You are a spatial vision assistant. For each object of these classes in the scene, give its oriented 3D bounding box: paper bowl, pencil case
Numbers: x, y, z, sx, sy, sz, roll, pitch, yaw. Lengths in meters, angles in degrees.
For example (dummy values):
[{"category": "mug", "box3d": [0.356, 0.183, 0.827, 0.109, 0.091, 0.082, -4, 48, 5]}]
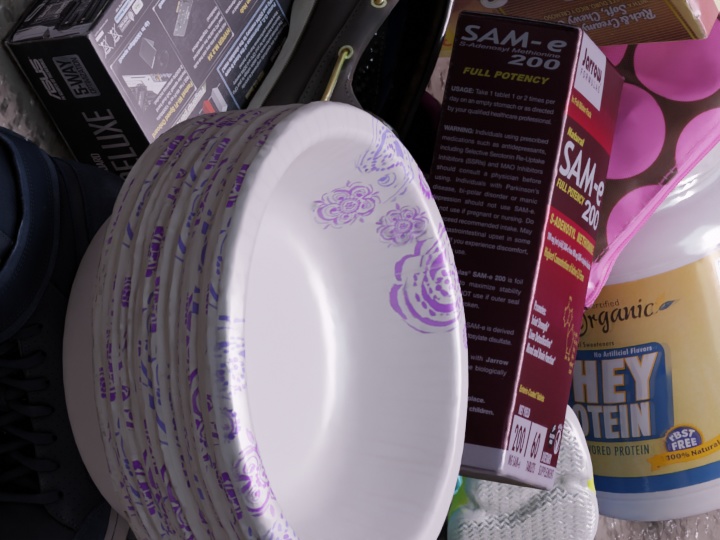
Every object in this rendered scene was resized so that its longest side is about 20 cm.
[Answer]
[{"category": "paper bowl", "box3d": [-0.043, 0.035, 1.070, 0.200, 0.104, 0.202, 10, 78, -59]}, {"category": "pencil case", "box3d": [0.138, -0.066, 1.326, 0.200, 0.094, 0.091, -49, 156, 1]}]

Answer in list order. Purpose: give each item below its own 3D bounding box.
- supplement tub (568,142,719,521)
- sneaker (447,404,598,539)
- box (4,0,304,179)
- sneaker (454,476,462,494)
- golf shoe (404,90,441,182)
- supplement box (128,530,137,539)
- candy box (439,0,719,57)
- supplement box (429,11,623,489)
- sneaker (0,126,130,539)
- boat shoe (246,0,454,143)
[{"category": "supplement tub", "box3d": [0.158, 0.019, 1.458, 0.145, 0.144, 0.201, -39, 119, -49]}, {"category": "sneaker", "box3d": [0.076, 0.136, 1.376, 0.105, 0.075, 0.201, -97, -169, -63]}, {"category": "box", "box3d": [-0.063, -0.108, 1.226, 0.158, 0.050, 0.200, 61, 43, -34]}, {"category": "sneaker", "box3d": [0.023, 0.086, 1.314, 0.078, 0.079, 0.201, 47, 50, -43]}, {"category": "golf shoe", "box3d": [0.000, 0.000, 1.269, 0.092, 0.075, 0.201, 105, -2, -61]}, {"category": "supplement box", "box3d": [-0.090, 0.187, 1.159, 0.109, 0.061, 0.201, 39, 58, -47]}, {"category": "candy box", "box3d": [0.068, -0.164, 1.290, 0.116, 0.199, 0.055, 57, 46, -37]}, {"category": "supplement box", "box3d": [0.067, -0.006, 1.218, 0.109, 0.061, 0.201, 26, 73, -72]}, {"category": "sneaker", "box3d": [-0.152, 0.042, 1.061, 0.146, 0.077, 0.203, 27, 65, -54]}, {"category": "boat shoe", "box3d": [-0.009, -0.066, 1.206, 0.072, 0.060, 0.202, 46, 53, -47]}]
